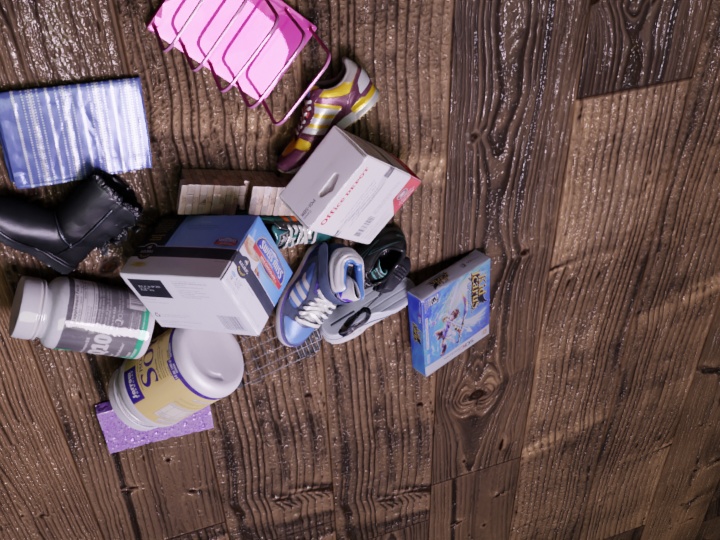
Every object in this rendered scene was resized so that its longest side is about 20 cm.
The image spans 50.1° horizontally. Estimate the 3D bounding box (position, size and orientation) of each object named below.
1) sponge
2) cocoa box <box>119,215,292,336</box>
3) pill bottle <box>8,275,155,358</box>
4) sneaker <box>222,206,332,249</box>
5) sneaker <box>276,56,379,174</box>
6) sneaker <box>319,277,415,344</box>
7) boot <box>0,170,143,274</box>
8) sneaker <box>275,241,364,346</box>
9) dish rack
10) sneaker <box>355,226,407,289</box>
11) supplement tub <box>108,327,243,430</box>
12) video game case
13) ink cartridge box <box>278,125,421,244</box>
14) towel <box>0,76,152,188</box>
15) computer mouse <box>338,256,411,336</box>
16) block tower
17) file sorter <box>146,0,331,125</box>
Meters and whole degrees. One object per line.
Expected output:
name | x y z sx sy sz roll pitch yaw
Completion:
sponge | -0.382 0.273 1.442 0.200 0.030 0.112 -12 128 -16
cocoa box | -0.233 0.003 1.182 0.200 0.131 0.133 2 138 29
pill bottle | -0.437 0.072 1.215 0.200 0.113 0.113 13 118 -30
sneaker | -0.127 -0.062 1.272 0.200 0.080 0.071 0 123 -24
sneaker | -0.069 -0.238 1.183 0.200 0.075 0.090 -44 122 2
sneaker | 0.011 0.073 1.454 0.200 0.073 0.071 -25 162 -13
boot | -0.429 -0.086 1.119 0.162 0.073 0.198 -35 140 11
sneaker | -0.062 0.050 1.304 0.081 0.146 0.200 24 88 -36
dish rack | -0.174 0.127 1.413 0.200 0.055 0.154 -24 132 -8
sneaker | 0.000 0.000 1.374 0.200 0.079 0.075 -40 120 8
supplement tub | -0.313 0.177 1.300 0.200 0.146 0.145 -30 134 27
video game case | 0.177 0.084 1.504 0.181 0.045 0.200 -31 134 -27
ink cartridge box | -0.013 -0.130 1.221 0.147 0.083 0.200 -49 156 15
towel | -0.405 -0.196 1.095 0.200 0.024 0.145 -12 126 -18
computer mouse | 0.023 0.040 1.391 0.200 0.059 0.034 -49 116 -26
block tower | -0.190 -0.123 1.219 0.200 0.058 0.054 -2 125 -25
file sorter | -0.160 -0.312 1.045 0.200 0.125 0.139 28 110 -37
